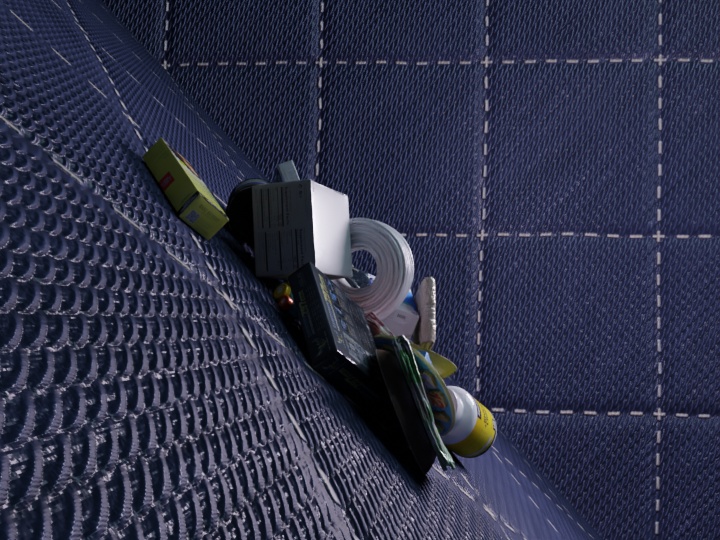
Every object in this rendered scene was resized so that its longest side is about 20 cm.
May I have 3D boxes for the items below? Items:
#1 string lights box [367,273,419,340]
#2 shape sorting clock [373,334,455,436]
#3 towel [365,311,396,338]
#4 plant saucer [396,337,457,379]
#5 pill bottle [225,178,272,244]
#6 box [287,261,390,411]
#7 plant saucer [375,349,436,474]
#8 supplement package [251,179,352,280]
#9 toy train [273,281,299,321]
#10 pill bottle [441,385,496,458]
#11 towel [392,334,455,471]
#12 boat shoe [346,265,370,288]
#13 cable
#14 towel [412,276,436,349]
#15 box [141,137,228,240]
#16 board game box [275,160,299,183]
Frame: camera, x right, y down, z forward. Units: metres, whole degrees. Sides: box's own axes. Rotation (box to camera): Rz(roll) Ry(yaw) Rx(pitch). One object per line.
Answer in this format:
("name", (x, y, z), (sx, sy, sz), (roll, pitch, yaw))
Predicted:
("string lights box", (0.055, 0.072, 1.755), (0.102, 0.059, 0.200), (20, 13, -6))
("shape sorting clock", (0.077, 0.193, 1.421), (0.199, 0.039, 0.201), (30, -39, 29))
("towel", (0.053, 0.178, 1.489), (0.200, 0.023, 0.144), (47, -35, 9))
("plant saucer", (0.098, 0.181, 1.745), (0.199, 0.031, 0.200), (19, -16, 6))
("pill bottle", (-0.203, -0.119, 1.660), (0.112, 0.112, 0.200), (46, 3, -13))
("box", (-0.032, 0.101, 1.327), (0.158, 0.051, 0.201), (44, 17, -42))
("plant saucer", (0.074, 0.208, 1.299), (0.200, 0.032, 0.201), (-21, 90, -87))
("supplement package", (-0.098, -0.064, 1.507), (0.200, 0.110, 0.157), (10, 76, -72))
("toy train", (-0.077, 0.069, 1.465), (0.150, 0.056, 0.200), (46, 3, 4))
("pill bottle", (0.185, 0.290, 1.666), (0.112, 0.112, 0.200), (48, 3, 35))
("towel", (0.094, 0.192, 1.265), (0.153, 0.023, 0.201), (54, 14, -82))
("boat shoe", (-0.030, 0.016, 1.814), (0.075, 0.062, 0.200), (57, -10, -9))
("cable", (0.000, 0.000, 1.614), (0.200, 0.200, 0.069), (53, 13, 17))
("towel", (0.127, 0.097, 1.736), (0.200, 0.034, 0.133), (97, -7, -74))
("box", (-0.279, -0.132, 1.354), (0.075, 0.050, 0.200), (43, 5, -46))
("board game box", (-0.135, -0.127, 1.728), (0.200, 0.034, 0.127), (120, -51, -75))
